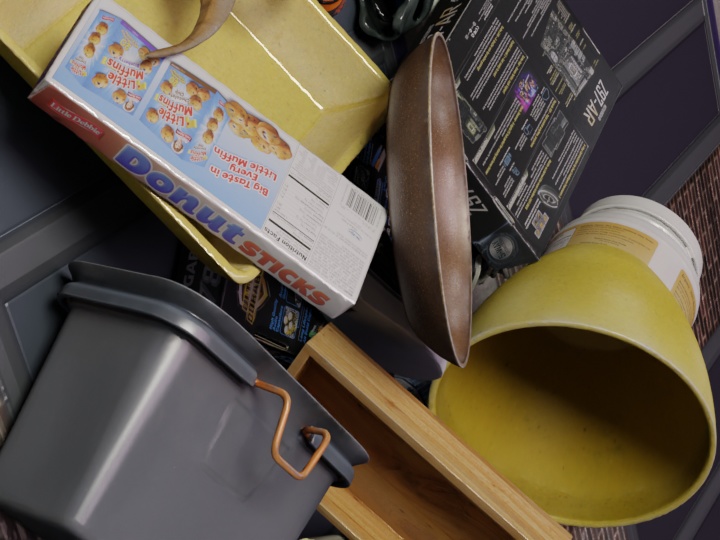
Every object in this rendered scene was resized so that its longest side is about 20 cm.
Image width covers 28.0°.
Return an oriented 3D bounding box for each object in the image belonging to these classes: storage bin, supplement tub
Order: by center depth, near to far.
[{"bbox_3d":[-0.099,0.111,0.799,0.200,0.145,0.135,49,61,-44],"label":"storage bin"},{"bbox_3d":[0.206,0.041,1.233,0.200,0.143,0.145,-52,130,-42],"label":"supplement tub"}]

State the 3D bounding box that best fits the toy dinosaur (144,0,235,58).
[{"bbox_3d":[-0.077,-0.178,0.815,0.061,0.105,0.202,106,-22,-55],"label":"toy dinosaur"}]

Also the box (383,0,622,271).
[{"bbox_3d":[0.107,-0.127,1.057,0.160,0.043,0.201,50,50,-25],"label":"box"}]

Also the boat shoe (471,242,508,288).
[{"bbox_3d":[0.087,-0.013,1.079,0.092,0.075,0.201,23,58,-11],"label":"boat shoe"}]

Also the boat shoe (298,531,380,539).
[{"bbox_3d":[0.000,0.207,0.950,0.200,0.060,0.073,6,79,-37],"label":"boat shoe"}]

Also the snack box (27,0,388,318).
[{"bbox_3d":[-0.075,-0.059,0.763,0.199,0.024,0.072,36,49,-18],"label":"snack box"}]

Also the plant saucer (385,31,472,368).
[{"bbox_3d":[0.043,-0.041,0.874,0.200,0.032,0.202,-5,90,-79],"label":"plant saucer"}]

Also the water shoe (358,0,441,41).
[{"bbox_3d":[0.011,-0.261,1.016,0.079,0.071,0.201,-51,130,-46],"label":"water shoe"}]

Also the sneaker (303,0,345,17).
[{"bbox_3d":[-0.048,-0.244,0.934,0.077,0.112,0.201,3,52,-20],"label":"sneaker"}]

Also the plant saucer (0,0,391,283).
[{"bbox_3d":[-0.097,-0.110,0.823,0.200,0.048,0.200,46,46,-9],"label":"plant saucer"}]

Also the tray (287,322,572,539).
[{"bbox_3d":[0.026,0.135,0.907,0.200,0.099,0.037,41,36,6],"label":"tray"}]

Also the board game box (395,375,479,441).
[{"bbox_3d":[0.068,0.167,1.100,0.199,0.061,0.202,-25,110,-54],"label":"board game box"}]

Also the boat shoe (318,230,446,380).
[{"bbox_3d":[0.000,0.000,0.923,0.200,0.069,0.067,42,58,-38],"label":"boat shoe"}]

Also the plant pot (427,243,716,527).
[{"bbox_3d":[0.159,0.064,1.037,0.201,0.198,0.143,63,31,-33],"label":"plant pot"}]

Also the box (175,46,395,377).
[{"bbox_3d":[-0.033,-0.035,0.967,0.198,0.049,0.202,27,68,-51],"label":"box"}]
